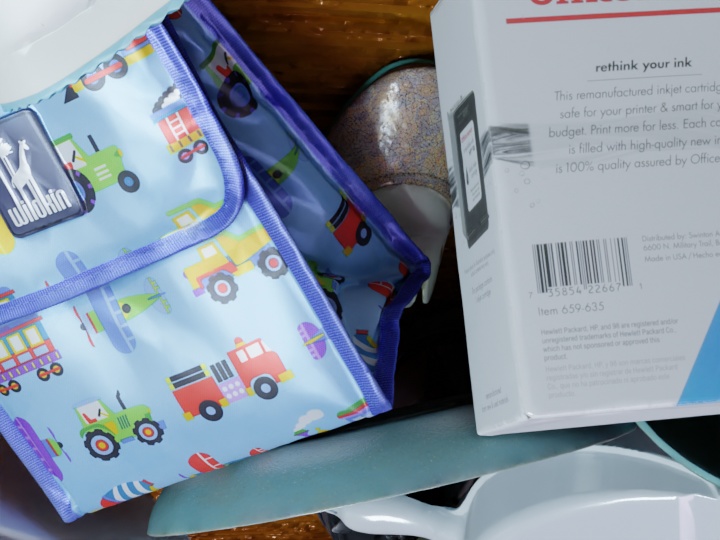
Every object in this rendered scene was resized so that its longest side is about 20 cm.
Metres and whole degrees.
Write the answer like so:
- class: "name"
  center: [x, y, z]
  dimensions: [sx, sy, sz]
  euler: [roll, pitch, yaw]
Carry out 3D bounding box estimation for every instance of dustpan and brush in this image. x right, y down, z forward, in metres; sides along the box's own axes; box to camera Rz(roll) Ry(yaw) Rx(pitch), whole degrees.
- class: "dustpan and brush"
  center: [0.066, 0.120, 0.874]
  dimensions: [0.200, 0.057, 0.140]
  euler: [4, 126, 17]

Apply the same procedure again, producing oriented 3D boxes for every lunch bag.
- class: "lunch bag"
  center: [-0.093, -0.025, 0.750]
  dimensions: [0.150, 0.094, 0.200]
  euler: [-22, 119, 26]

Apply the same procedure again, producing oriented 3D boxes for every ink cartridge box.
- class: "ink cartridge box"
  center: [0.092, -0.047, 0.736]
  dimensions: [0.116, 0.200, 0.067]
  euler: [-4, 171, -11]

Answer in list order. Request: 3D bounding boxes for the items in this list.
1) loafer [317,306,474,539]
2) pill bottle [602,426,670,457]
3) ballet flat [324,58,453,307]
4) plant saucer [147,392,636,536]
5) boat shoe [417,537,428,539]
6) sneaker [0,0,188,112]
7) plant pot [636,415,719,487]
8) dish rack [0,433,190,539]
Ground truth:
- class: "loafer"
  center: [0.023, 0.097, 1.000]
  dimensions: [0.072, 0.063, 0.200]
  euler: [-3, 144, -19]
- class: "pill bottle"
  center: [0.170, 0.081, 0.970]
  dimensions: [0.200, 0.109, 0.109]
  euler: [-8, 149, -39]
- class: "ballet flat"
  center: [0.000, 0.000, 0.849]
  dimensions: [0.068, 0.067, 0.200]
  euler: [3, 142, -23]
- class: "plant saucer"
  center: [0.010, 0.071, 0.827]
  dimensions: [0.200, 0.027, 0.200]
  euler: [-13, 178, -1]
- class: "boat shoe"
  center: [0.066, 0.183, 1.130]
  dimensions: [0.200, 0.071, 0.063]
  euler: [7, 131, -22]
- class: "sneaker"
  center: [-0.051, -0.135, 0.625]
  dimensions: [0.200, 0.077, 0.081]
  euler: [-36, 104, 5]
- class: "plant pot"
  center: [0.208, 0.009, 0.837]
  dimensions: [0.200, 0.201, 0.161]
  euler: [-25, 158, 16]
- class: "dish rack"
  center: [-0.151, 0.082, 0.844]
  dimensions: [0.200, 0.172, 0.044]
  euler: [28, 101, -45]
